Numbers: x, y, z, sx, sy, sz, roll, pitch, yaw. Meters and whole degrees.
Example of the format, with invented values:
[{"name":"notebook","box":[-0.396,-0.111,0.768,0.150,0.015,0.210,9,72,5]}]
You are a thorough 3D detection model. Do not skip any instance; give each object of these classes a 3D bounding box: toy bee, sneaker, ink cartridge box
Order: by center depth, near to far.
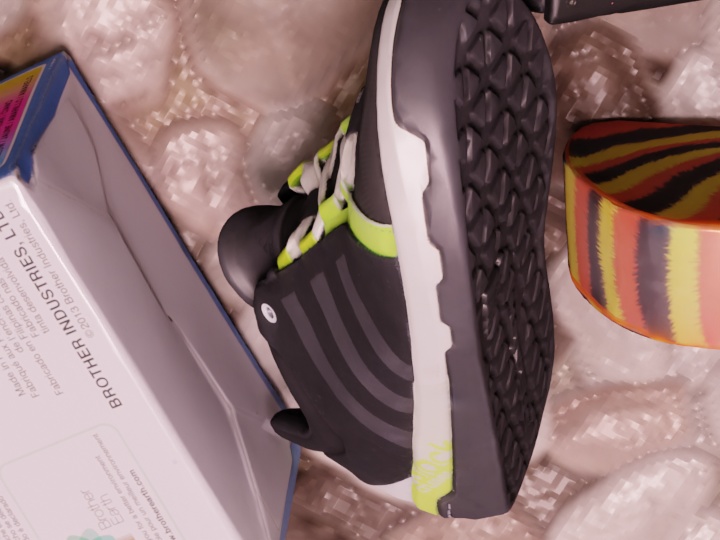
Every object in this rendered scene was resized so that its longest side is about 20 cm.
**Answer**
[{"name":"toy bee","box":[0.145,-0.008,0.726,0.199,0.109,0.131,-20,112,17]},{"name":"sneaker","box":[0.000,0.000,0.742,0.083,0.072,0.200,13,145,13]},{"name":"ink cartridge box","box":[-0.136,0.048,0.808,0.199,0.076,0.137,-23,113,17]}]

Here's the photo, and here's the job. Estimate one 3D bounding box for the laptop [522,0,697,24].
[{"name":"laptop","box":[0.049,-0.168,0.707,0.199,0.116,0.188,-11,121,-20]}]
